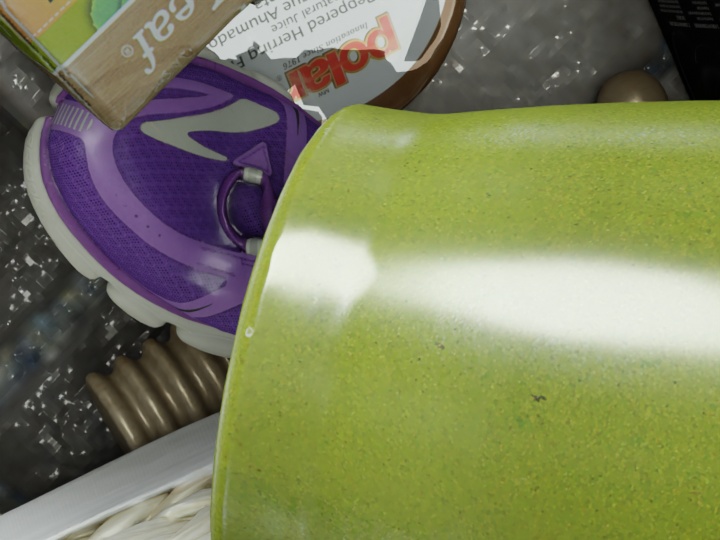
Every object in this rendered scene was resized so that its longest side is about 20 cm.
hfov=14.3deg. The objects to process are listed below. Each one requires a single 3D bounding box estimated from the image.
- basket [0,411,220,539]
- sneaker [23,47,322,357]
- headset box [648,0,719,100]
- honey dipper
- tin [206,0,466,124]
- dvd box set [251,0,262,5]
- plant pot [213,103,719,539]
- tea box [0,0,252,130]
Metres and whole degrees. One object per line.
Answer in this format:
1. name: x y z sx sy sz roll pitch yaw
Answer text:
1. basket: -0.074 0.151 0.807 0.200 0.123 0.136 -27 118 -8
2. sneaker: 0.000 0.000 0.807 0.200 0.083 0.081 32 78 -15
3. headset box: 0.159 -0.035 0.838 0.077 0.149 0.200 -26 99 -6
4. honey dipper: 0.011 -0.003 0.871 0.200 0.038 0.038 -31 100 -9
5. tin: -0.042 -0.129 0.849 0.112 0.042 0.200 -27 100 -3
6. dvd box set: -0.018 -0.197 0.812 0.146 0.029 0.200 -31 100 -5
7. plant pot: 0.073 0.042 0.686 0.193 0.200 0.201 12 93 12
8. tea box: -0.068 -0.179 0.710 0.200 0.134 0.197 -45 112 -3
